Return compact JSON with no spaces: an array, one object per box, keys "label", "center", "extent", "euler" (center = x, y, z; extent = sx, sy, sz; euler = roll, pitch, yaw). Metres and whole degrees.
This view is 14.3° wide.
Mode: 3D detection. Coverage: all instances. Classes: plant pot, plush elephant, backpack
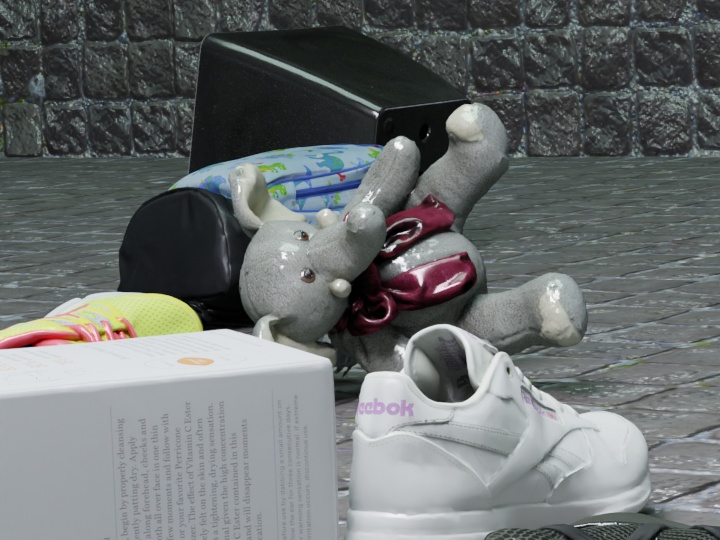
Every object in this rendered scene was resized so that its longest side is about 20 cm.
[{"label":"plant pot","center":[-0.016,-0.094,2.465],"extent":[0.177,0.200,0.200],"euler":[16,16,35]},{"label":"plush elephant","center":[0.000,0.000,1.657],"extent":[0.200,0.165,0.155],"euler":[-32,-27,33]},{"label":"backpack","center":[-0.057,-0.028,2.108],"extent":[0.199,0.154,0.163],"euler":[9,-8,-33]}]

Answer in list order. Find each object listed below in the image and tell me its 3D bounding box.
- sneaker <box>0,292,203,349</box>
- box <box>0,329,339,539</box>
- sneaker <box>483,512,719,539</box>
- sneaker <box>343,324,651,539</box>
[{"label":"sneaker","center":[-0.150,0.057,1.475],"extent":[0.200,0.078,0.090],"euler":[-22,1,-40]},{"label":"box","center":[-0.123,0.084,1.152],"extent":[0.199,0.098,0.124],"euler":[-4,6,-22]},{"label":"sneaker","center":[0.104,0.114,0.894],"extent":[0.114,0.077,0.199],"euler":[-10,6,-41]},{"label":"sneaker","center":[0.065,0.069,1.213],"extent":[0.075,0.100,0.200],"euler":[-1,4,34]}]
